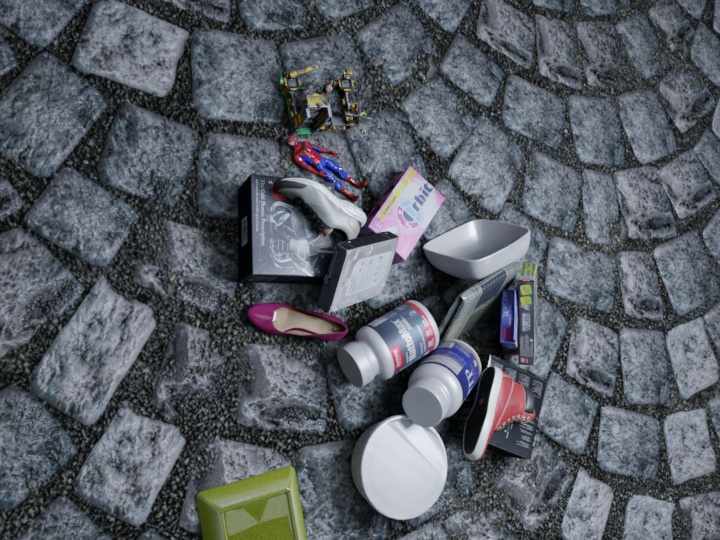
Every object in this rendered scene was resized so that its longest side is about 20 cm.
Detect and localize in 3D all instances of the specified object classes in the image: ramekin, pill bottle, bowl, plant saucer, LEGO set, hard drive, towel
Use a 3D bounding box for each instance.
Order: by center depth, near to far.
[{"bbox_3d":[-0.191,0.493,1.210,0.198,0.048,0.203,-8,83,-27],"label":"plant saucer"},{"bbox_3d":[0.000,0.000,1.316,0.199,0.038,0.141,-15,128,-55],"label":"hard drive"},{"bbox_3d":[0.072,0.399,1.328,0.200,0.094,0.206,5,78,-24],"label":"ramekin"},{"bbox_3d":[0.167,0.236,1.349,0.121,0.119,0.200,60,35,-3],"label":"pill bottle"},{"bbox_3d":[0.056,0.157,1.355,0.199,0.119,0.121,-28,92,-27],"label":"pill bottle"},{"bbox_3d":[-0.073,-0.374,1.397,0.197,0.116,0.156,2,79,-25],"label":"LEGO set"},{"bbox_3d":[0.255,0.075,1.434,0.191,0.201,0.035,-28,62,-30],"label":"towel"},{"bbox_3d":[0.267,-0.041,1.462,0.198,0.199,0.076,-27,114,-27],"label":"bowl"}]

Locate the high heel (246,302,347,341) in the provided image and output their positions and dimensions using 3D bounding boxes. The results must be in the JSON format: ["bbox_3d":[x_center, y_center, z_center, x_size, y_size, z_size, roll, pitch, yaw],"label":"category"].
[{"bbox_3d":[-0.124,0.098,1.292,0.197,0.096,0.068,11,75,-23],"label":"high heel"}]

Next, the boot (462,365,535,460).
[{"bbox_3d":[0.301,0.323,1.363,0.143,0.072,0.202,32,66,-18],"label":"boot"}]

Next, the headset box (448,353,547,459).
[{"bbox_3d":[0.309,0.314,1.458,0.172,0.093,0.202,24,71,-20],"label":"headset box"}]

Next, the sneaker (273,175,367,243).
[{"bbox_3d":[-0.081,-0.118,1.255,0.199,0.074,0.080,29,74,-19],"label":"sneaker"}]

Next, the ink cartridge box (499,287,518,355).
[{"bbox_3d":[0.344,0.118,1.472,0.041,0.200,0.121,2,75,17],"label":"ink cartridge box"}]

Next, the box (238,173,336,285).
[{"bbox_3d":[-0.148,-0.078,1.312,0.180,0.104,0.203,2,79,-26],"label":"box"}]

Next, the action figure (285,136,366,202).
[{"bbox_3d":[-0.078,-0.229,1.408,0.199,0.052,0.066,32,72,-14],"label":"action figure"}]

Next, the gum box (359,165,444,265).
[{"bbox_3d":[0.095,-0.128,1.457,0.113,0.066,0.201,41,66,-14],"label":"gum box"}]

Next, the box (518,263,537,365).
[{"bbox_3d":[0.376,0.098,1.454,0.110,0.034,0.203,-52,140,-61],"label":"box"}]
